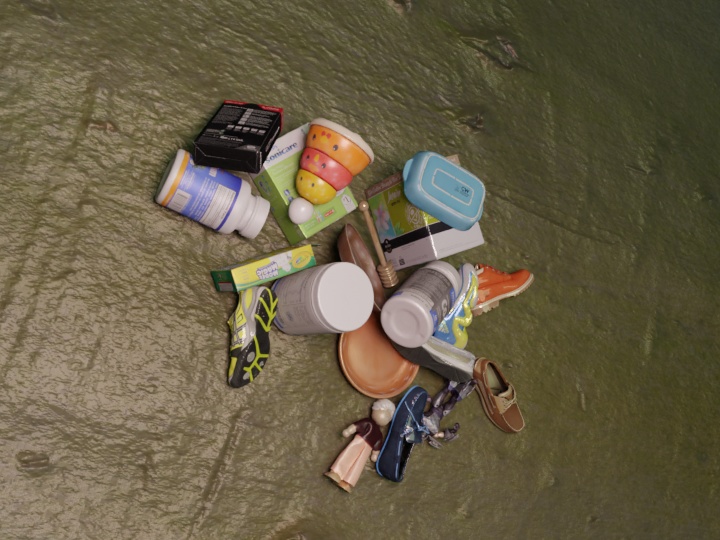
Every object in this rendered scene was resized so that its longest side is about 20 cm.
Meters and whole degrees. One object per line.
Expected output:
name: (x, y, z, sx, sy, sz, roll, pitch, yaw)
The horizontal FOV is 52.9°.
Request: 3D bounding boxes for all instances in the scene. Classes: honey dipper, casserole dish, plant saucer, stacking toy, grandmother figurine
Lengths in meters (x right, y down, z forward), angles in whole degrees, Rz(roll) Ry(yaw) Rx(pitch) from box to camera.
honey dipper: (0.035, -0.058, 1.538, 0.038, 0.038, 0.202, -34, 117, -28)
casserole dish: (0.174, -0.161, 1.438, 0.199, 0.039, 0.122, 27, 70, -22)
plant saucer: (0.000, 0.000, 1.485, 0.034, 0.200, 0.202, -24, 94, 10)
stacking toy: (-0.076, -0.178, 1.403, 0.145, 0.146, 0.201, 30, 83, -20)
grandmother figurine: (0.009, 0.352, 1.480, 0.201, 0.060, 0.122, -56, 139, -20)
plant saucer: (0.038, 0.170, 1.540, 0.198, 0.037, 0.203, 4, 81, -28)

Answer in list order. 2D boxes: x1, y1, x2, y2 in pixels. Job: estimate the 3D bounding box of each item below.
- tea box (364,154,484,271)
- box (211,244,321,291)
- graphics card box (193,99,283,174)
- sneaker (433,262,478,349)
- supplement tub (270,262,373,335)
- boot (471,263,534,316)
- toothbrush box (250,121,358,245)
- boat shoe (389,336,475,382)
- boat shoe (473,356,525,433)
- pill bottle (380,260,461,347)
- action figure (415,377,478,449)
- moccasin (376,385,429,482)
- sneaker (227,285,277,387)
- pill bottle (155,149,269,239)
tea box: (0.132, -0.117, 1.543, 0.133, 0.200, 0.199, -17, 88, -28)
box: (-0.177, -0.009, 1.409, 0.199, 0.117, 0.049, -22, 100, -29)
graphics card box: (-0.228, -0.258, 1.378, 0.124, 0.051, 0.201, 9, 35, 2)
sneaker: (0.198, 0.080, 1.604, 0.104, 0.076, 0.202, 6, 92, -20)
supplement tub: (-0.080, 0.058, 1.396, 0.131, 0.199, 0.134, 5, 81, -35)
boot: (0.320, 0.021, 1.695, 0.199, 0.075, 0.108, -23, 88, -28)
toothbrush box: (-0.122, -0.177, 1.483, 0.145, 0.086, 0.201, -35, 99, -28)
boat shoe: (0.153, 0.166, 1.537, 0.200, 0.075, 0.065, 27, 53, -7)
boat shoe: (0.315, 0.285, 1.645, 0.076, 0.074, 0.201, -40, 101, -27)
pill bottle: (0.131, 0.063, 1.490, 0.114, 0.113, 0.200, 58, 37, -8)
action figure: (0.174, 0.298, 1.575, 0.130, 0.069, 0.200, 47, 67, -19)
moccasin: (0.103, 0.341, 1.497, 0.080, 0.068, 0.202, 12, 99, -47)
sneaker: (-0.219, 0.126, 1.399, 0.075, 0.076, 0.202, 18, 89, -59)
pill bottle: (-0.278, -0.138, 1.380, 0.199, 0.112, 0.113, 25, 71, -23)
